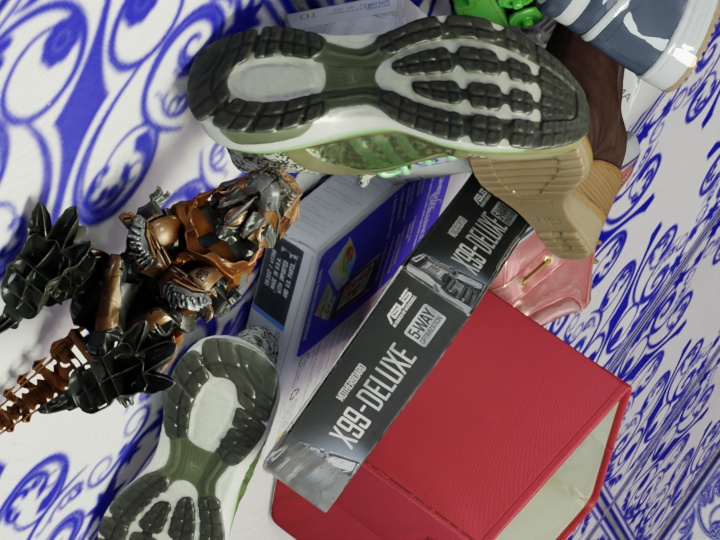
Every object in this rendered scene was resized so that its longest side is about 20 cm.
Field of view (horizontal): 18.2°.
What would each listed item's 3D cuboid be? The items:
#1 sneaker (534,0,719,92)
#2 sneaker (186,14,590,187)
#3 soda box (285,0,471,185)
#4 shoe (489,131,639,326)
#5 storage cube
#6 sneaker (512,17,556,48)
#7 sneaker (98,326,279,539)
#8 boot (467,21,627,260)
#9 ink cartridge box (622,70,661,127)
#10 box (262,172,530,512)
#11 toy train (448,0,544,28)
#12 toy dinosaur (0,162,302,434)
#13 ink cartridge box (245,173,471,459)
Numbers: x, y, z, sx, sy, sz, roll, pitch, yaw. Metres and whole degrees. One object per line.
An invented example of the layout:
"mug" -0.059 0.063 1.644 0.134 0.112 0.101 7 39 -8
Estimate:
"sneaker" 0.161 -0.209 1.268 0.070 0.108 0.200 -35 -147 65
"sneaker" 0.016 -0.077 1.139 0.089 0.200 0.077 83 11 -63
"soda box" 0.022 -0.098 1.263 0.200 0.068 0.064 23 59 -71
"shoe" 0.151 -0.026 1.685 0.200 0.071 0.091 -36 110 -38
"storage cube" 0.061 0.131 1.602 0.200 0.180 0.171 -45 159 -29
"sneaker" 0.131 -0.116 1.548 0.100 0.070 0.200 -48 163 -43
"sneaker" -0.091 0.116 1.361 0.200 0.077 0.089 -62 174 25
"boot" 0.115 -0.117 1.312 0.200 0.072 0.167 58 39 -61
"ink cartridge box" 0.220 -0.166 1.623 0.200 0.057 0.163 -45 177 32
"box" 0.029 0.034 1.329 0.158 0.050 0.200 -55 178 27
"toy train" 0.059 -0.182 1.271 0.056 0.042 0.200 -14 160 13
"toy dinosaur" -0.113 0.025 1.116 0.200 0.102 0.136 -61 169 10
"ink cartridge box" 0.000 0.000 1.446 0.200 0.043 0.198 -38 155 -40
